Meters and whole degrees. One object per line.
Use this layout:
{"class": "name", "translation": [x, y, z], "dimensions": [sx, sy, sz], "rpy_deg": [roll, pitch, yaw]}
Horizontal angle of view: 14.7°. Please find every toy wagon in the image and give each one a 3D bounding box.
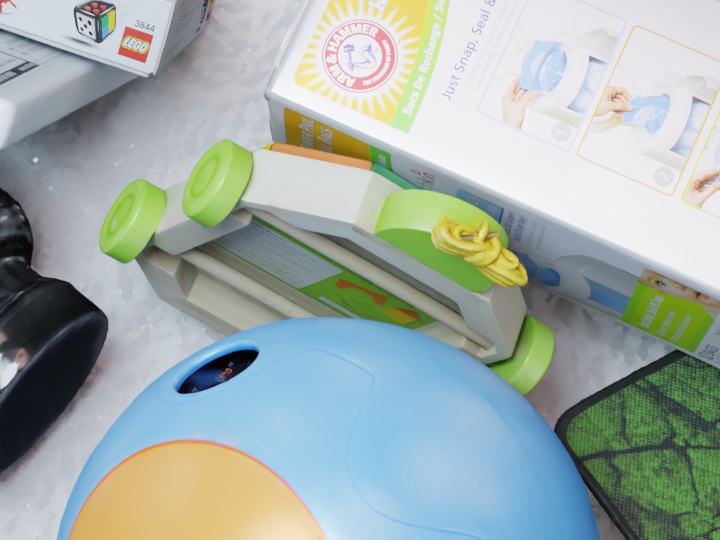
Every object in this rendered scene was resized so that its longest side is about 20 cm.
{"class": "toy wagon", "translation": [0.000, 0.000, 1.043], "dimensions": [0.155, 0.200, 0.040], "rpy_deg": [30, 65, -23]}

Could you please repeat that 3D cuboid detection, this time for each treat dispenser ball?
{"class": "treat dispenser ball", "translation": [-0.011, 0.118, 1.003], "dimensions": [0.201, 0.201, 0.201], "rpy_deg": [0, 71, 0]}

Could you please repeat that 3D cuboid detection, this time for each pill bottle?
{"class": "pill bottle", "translation": [-0.201, -0.010, 1.093], "dimensions": [0.200, 0.112, 0.112], "rpy_deg": [37, 74, 11]}

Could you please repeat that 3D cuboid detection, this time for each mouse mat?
{"class": "mouse mat", "translation": [0.187, 0.092, 1.035], "dimensions": [0.161, 0.008, 0.200], "rpy_deg": [-27, 59, -17]}

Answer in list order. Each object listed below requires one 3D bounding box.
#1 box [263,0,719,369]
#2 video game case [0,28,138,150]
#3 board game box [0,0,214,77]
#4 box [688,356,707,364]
{"class": "box", "translation": [0.074, -0.056, 1.038], "dimensions": [0.200, 0.113, 0.101], "rpy_deg": [24, 79, 5]}
{"class": "video game case", "translation": [-0.190, -0.102, 1.093], "dimensions": [0.182, 0.200, 0.023], "rpy_deg": [21, 106, 6]}
{"class": "board game box", "translation": [-0.162, -0.134, 1.125], "dimensions": [0.200, 0.126, 0.035], "rpy_deg": [19, 105, 1]}
{"class": "box", "translation": [0.237, 0.022, 1.121], "dimensions": [0.200, 0.044, 0.160], "rpy_deg": [16, 70, 5]}
